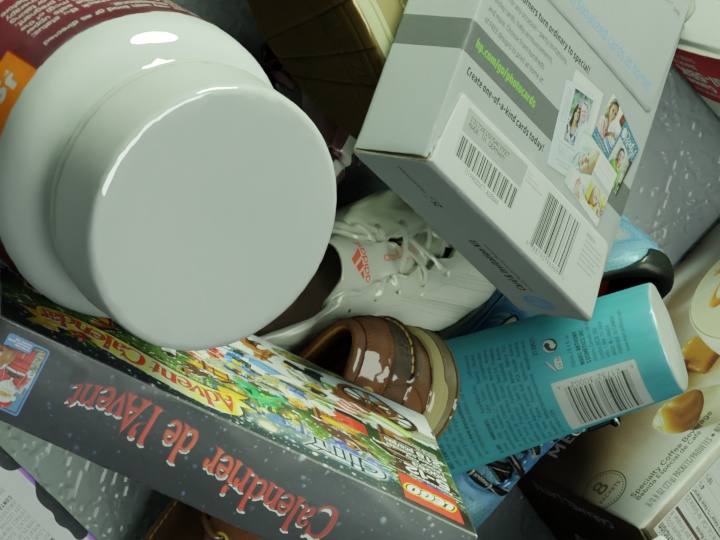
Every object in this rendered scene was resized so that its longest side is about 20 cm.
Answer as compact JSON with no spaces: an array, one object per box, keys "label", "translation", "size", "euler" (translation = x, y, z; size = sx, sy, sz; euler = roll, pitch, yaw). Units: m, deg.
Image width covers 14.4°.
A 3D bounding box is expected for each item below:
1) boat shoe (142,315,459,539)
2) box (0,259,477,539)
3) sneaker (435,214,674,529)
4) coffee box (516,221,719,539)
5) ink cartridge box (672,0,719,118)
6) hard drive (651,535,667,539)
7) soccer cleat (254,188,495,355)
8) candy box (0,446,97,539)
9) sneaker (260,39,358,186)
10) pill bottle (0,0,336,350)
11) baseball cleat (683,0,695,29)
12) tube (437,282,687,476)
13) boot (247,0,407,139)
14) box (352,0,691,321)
[{"label":"boat shoe","translation":[-0.047,0.092,1.228],"size":[0.200,0.072,0.068],"euler":[-46,140,14]},{"label":"box","translation":[-0.059,0.053,1.102],"size":[0.200,0.137,0.038],"euler":[26,101,-14]},{"label":"sneaker","translation":[0.074,0.056,1.311],"size":[0.078,0.090,0.200],"euler":[37,82,-44]},{"label":"coffee box","translation":[0.181,0.062,1.377],"size":[0.200,0.114,0.080],"euler":[-45,124,-15]},{"label":"ink cartridge box","translation":[0.257,-0.103,1.400],"size":[0.147,0.083,0.200],"euler":[-52,124,-10]},{"label":"hard drive","translation":[0.089,0.212,1.339],"size":[0.200,0.025,0.132],"euler":[-29,125,18]},{"label":"soccer cleat","translation":[0.000,0.000,1.251],"size":[0.200,0.078,0.069],"euler":[-25,74,-24]},{"label":"candy box","translation":[-0.155,0.115,1.130],"size":[0.072,0.168,0.200],"euler":[-49,124,-12]},{"label":"sneaker","translation":[-0.035,-0.111,1.218],"size":[0.116,0.076,0.200],"euler":[46,67,-27]},{"label":"pill bottle","translation":[-0.098,-0.050,1.036],"size":[0.114,0.200,0.115],"euler":[-12,115,-28]},{"label":"baseball cleat","translation":[0.073,-0.111,1.277],"size":[0.200,0.070,0.107],"euler":[-39,110,-43]},{"label":"tube","translation":[0.044,0.060,1.267],"size":[0.199,0.050,0.078],"euler":[-18,100,12]},{"label":"boot","translation":[0.013,-0.164,1.168],"size":[0.155,0.072,0.200],"euler":[-42,114,-31]},{"label":"box","translation":[0.079,-0.102,1.178],"size":[0.156,0.041,0.201],"euler":[40,65,-52]}]
